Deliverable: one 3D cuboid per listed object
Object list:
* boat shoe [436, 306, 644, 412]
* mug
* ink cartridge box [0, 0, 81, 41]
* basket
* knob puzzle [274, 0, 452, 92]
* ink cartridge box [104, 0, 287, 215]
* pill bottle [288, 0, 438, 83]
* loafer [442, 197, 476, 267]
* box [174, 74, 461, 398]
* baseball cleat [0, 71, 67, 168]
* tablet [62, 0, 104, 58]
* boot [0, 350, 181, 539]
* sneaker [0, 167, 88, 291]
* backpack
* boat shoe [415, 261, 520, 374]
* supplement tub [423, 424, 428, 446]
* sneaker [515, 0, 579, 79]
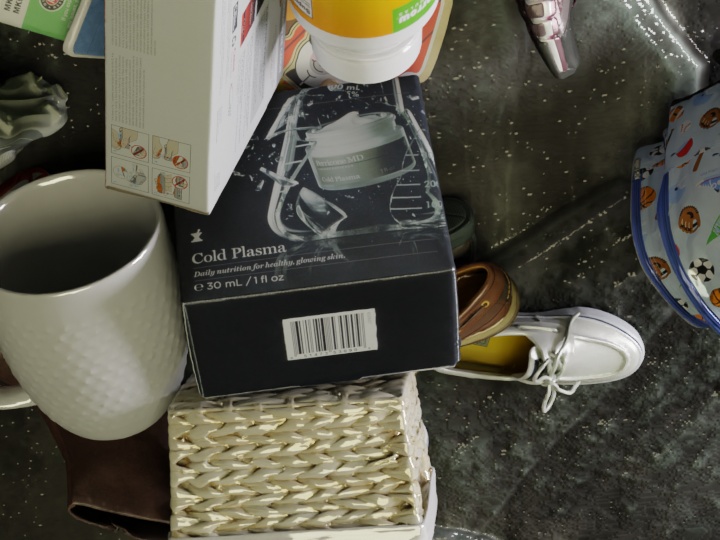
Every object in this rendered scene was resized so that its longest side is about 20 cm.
[{"bbox_3d":[0.145,0.073,1.615,0.201,0.086,0.075,10,119,-11],"label":"boat shoe"},{"bbox_3d":[-0.228,0.043,1.467,0.199,0.148,0.176,-15,130,-5],"label":"mug"},{"bbox_3d":[-0.273,-0.263,1.374,0.200,0.084,0.146,15,118,-14],"label":"ink cartridge box"},{"bbox_3d":[-0.045,0.143,1.491,0.199,0.136,0.124,-3,101,6],"label":"basket"},{"bbox_3d":[-0.016,-0.205,1.467,0.219,0.030,0.220,-2,120,-4],"label":"knob puzzle"},{"bbox_3d":[-0.112,-0.174,1.361,0.084,0.176,0.200,15,133,9],"label":"ink cartridge box"},{"bbox_3d":[0.001,-0.225,1.348,0.111,0.111,0.200,-7,145,-2],"label":"pill bottle"},{"bbox_3d":[0.000,0.000,1.570,0.199,0.072,0.063,-15,131,-1],"label":"loafer"},{"bbox_3d":[-0.037,-0.027,1.460,0.199,0.197,0.124,-8,140,-2],"label":"box"},{"bbox_3d":[-0.287,-0.099,1.415,0.106,0.200,0.070,-38,79,19],"label":"baseball cleat"},{"bbox_3d":[-0.133,-0.240,1.387,0.130,0.014,0.200,-4,126,-53],"label":"tablet"},{"bbox_3d":[-0.225,0.125,1.557,0.200,0.167,0.072,21,126,-18],"label":"boot"},{"bbox_3d":[-0.295,0.017,1.543,0.200,0.078,0.116,-33,117,15],"label":"sneaker"},{"bbox_3d":[0.298,-0.036,1.508,0.154,0.191,0.200,-34,119,32],"label":"backpack"},{"bbox_3d":[0.031,0.048,1.559,0.200,0.072,0.068,-28,154,5],"label":"boat shoe"},{"bbox_3d":[-0.031,0.199,1.651,0.122,0.123,0.200,15,117,-14],"label":"supplement tub"},{"bbox_3d":[0.164,-0.244,1.439,0.115,0.076,0.200,-19,120,2],"label":"sneaker"}]
